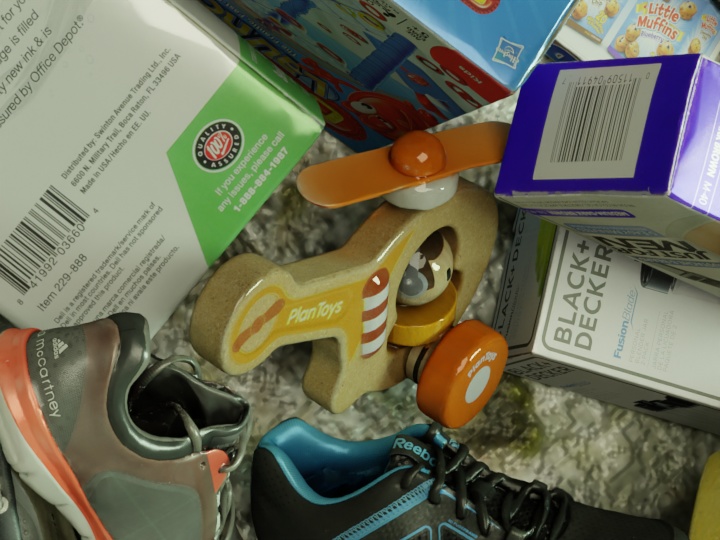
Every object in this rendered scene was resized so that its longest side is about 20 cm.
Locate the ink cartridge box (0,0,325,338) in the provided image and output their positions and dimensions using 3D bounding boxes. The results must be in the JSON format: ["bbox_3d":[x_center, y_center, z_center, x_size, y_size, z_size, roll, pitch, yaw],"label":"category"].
[{"bbox_3d":[-0.136,-0.073,1.197,0.200,0.084,0.146,39,98,-11],"label":"ink cartridge box"}]

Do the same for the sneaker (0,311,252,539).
[{"bbox_3d":[-0.074,0.085,1.179,0.082,0.200,0.077,-20,52,13],"label":"sneaker"}]

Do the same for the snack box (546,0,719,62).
[{"bbox_3d":[0.078,-0.149,1.330,0.200,0.024,0.072,37,73,-12],"label":"snack box"}]

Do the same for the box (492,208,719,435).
[{"bbox_3d":[0.166,0.013,1.325,0.199,0.060,0.117,18,79,-16],"label":"box"}]

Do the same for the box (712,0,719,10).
[{"bbox_3d":[0.212,-0.206,1.359,0.200,0.047,0.193,47,68,-9],"label":"box"}]

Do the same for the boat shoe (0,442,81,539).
[{"bbox_3d":[-0.131,0.137,1.191,0.060,0.076,0.201,-17,107,20],"label":"boat shoe"}]

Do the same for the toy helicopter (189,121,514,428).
[{"bbox_3d":[0.000,0.000,1.193,0.079,0.200,0.133,32,112,25],"label":"toy helicopter"}]

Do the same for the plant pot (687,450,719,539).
[{"bbox_3d":[0.211,0.140,1.248,0.141,0.200,0.201,8,81,12],"label":"plant pot"}]

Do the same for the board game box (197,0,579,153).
[{"bbox_3d":[-0.032,-0.137,1.202,0.200,0.196,0.056,36,75,-11],"label":"board game box"}]

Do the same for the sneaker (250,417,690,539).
[{"bbox_3d":[0.043,0.109,1.210,0.073,0.199,0.082,-59,145,-52],"label":"sneaker"}]

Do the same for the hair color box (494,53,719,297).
[{"bbox_3d":[0.166,-0.025,1.210,0.199,0.109,0.065,21,79,-35],"label":"hair color box"}]
